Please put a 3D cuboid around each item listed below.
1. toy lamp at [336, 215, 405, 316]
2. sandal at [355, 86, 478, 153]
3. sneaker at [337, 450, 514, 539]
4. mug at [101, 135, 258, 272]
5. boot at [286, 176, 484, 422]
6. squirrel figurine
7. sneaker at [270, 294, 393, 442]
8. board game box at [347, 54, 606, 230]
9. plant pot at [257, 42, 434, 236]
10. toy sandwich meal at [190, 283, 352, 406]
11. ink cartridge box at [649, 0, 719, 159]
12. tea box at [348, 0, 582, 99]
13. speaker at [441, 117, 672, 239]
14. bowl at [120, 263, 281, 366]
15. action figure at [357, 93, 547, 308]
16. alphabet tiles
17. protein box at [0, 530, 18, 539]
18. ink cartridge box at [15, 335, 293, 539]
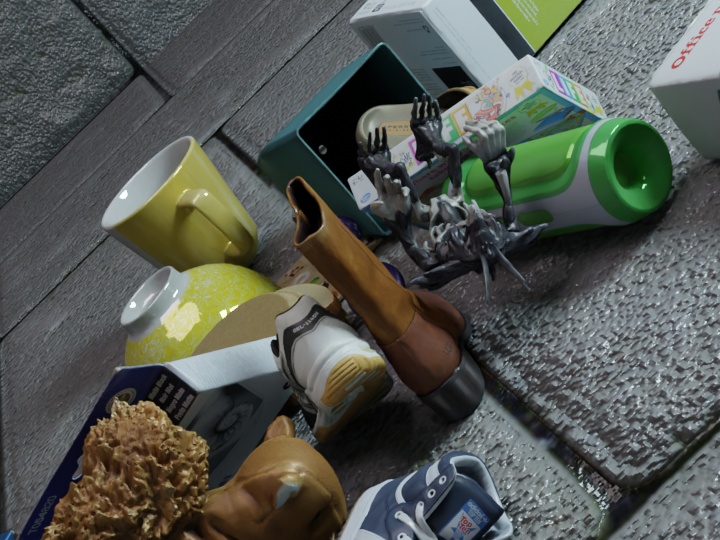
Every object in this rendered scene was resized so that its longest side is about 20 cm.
[{"bbox_3d":[0.000,0.000,1.277,0.058,0.058,0.200,-43,25,2],"label":"toy lamp"},{"bbox_3d":[0.091,-0.146,1.299,0.199,0.054,0.081,-2,55,9],"label":"sandal"},{"bbox_3d":[0.031,0.193,0.851,0.108,0.070,0.200,-31,21,34],"label":"sneaker"},{"bbox_3d":[-0.200,-0.045,1.596,0.149,0.153,0.187,-38,22,12],"label":"mug"},{"bbox_3d":[0.003,0.010,1.060,0.068,0.200,0.188,-38,22,14],"label":"boot"},{"bbox_3d":[-0.113,0.179,0.954,0.187,0.200,0.142,-47,15,16],"label":"squirrel figurine"},{"bbox_3d":[-0.026,0.072,1.061,0.076,0.088,0.200,-38,-14,-15],"label":"sneaker"},{"bbox_3d":[0.105,-0.107,1.208,0.200,0.134,0.034,-33,66,25],"label":"board game box"},{"bbox_3d":[-0.017,-0.124,1.441,0.141,0.141,0.200,-48,15,-21],"label":"plant pot"},{"bbox_3d":[-0.095,0.100,1.264,0.205,0.070,0.205,-35,30,24],"label":"toy sandwich meal"},{"bbox_3d":[0.326,-0.161,0.962,0.146,0.084,0.200,-50,22,-18],"label":"ink cartridge box"},{"bbox_3d":[0.126,-0.304,1.523,0.197,0.134,0.200,-48,21,-13],"label":"tea box"},{"bbox_3d":[0.154,-0.068,1.099,0.200,0.088,0.089,-10,39,55],"label":"speaker"},{"bbox_3d":[-0.186,0.060,1.421,0.200,0.108,0.200,-40,23,21],"label":"bowl"},{"bbox_3d":[0.064,-0.059,1.055,0.119,0.102,0.200,-27,42,-7],"label":"action figure"},{"bbox_3d":[-0.063,0.029,1.413,0.200,0.006,0.166,-46,22,-7],"label":"alphabet tiles"},{"bbox_3d":[-0.342,0.352,1.129,0.200,0.135,0.199,-25,28,39],"label":"protein box"},{"bbox_3d":[-0.153,0.145,1.081,0.200,0.041,0.200,-9,-41,-54],"label":"ink cartridge box"}]
